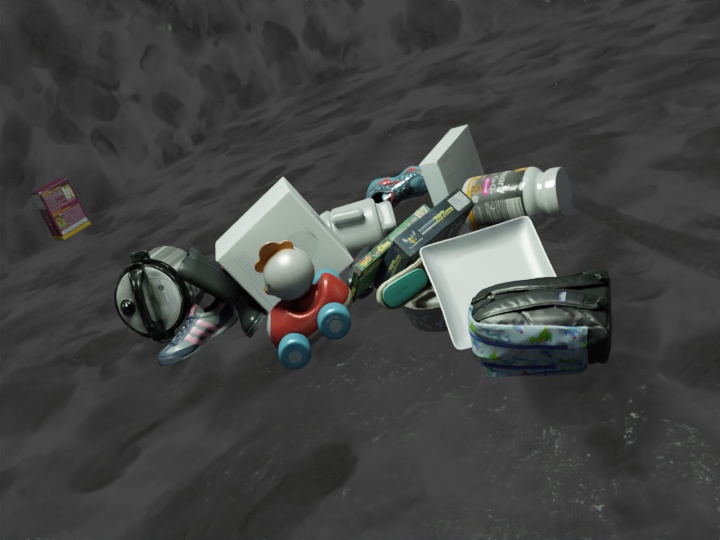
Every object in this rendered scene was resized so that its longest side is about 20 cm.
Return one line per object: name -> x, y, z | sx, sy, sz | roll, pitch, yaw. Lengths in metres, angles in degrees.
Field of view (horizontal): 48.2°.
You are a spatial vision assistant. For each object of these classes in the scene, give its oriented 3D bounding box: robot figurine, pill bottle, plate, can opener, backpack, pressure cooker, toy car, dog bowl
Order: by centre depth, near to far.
backpack -> 0.250, 0.078, 1.149 | 0.195, 0.157, 0.164 | 6, 34, 10
plate -> 0.215, 0.023, 1.298 | 0.195, 0.033, 0.203 | -16, 57, -4
dog bowl -> 0.159, 0.035, 1.413 | 0.196, 0.060, 0.201 | -21, 22, 9
toy car -> -0.130, 0.035, 1.469 | 0.175, 0.201, 0.185 | -36, 23, 9
pill bottle -> 0.306, -0.139, 1.580 | 0.196, 0.118, 0.117 | -7, 27, 34
can opener -> 0.000, 0.000, 1.637 | 0.077, 0.064, 0.201 | -14, 25, 21
robot figurine -> -0.017, -0.087, 1.761 | 0.195, 0.170, 0.115 | -16, 62, 3
pressure cooker -> -0.448, 0.052, 1.788 | 0.181, 0.174, 0.200 | -58, 1, 17

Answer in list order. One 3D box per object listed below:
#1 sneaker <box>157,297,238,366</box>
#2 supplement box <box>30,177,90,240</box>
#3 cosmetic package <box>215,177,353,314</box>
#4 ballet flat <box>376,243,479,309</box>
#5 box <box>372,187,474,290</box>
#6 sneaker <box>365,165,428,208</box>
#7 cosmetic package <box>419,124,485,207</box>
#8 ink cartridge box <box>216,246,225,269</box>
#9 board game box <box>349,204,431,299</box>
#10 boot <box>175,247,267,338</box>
sneaker -> -0.353, 0.119, 1.691 | 0.199, 0.083, 0.069 | -38, 27, -31
supplement box -> -1.149, -0.235, 3.087 | 0.102, 0.204, 0.130 | 4, 33, 47
cosmetic package -> -0.155, -0.037, 1.620 | 0.199, 0.200, 0.123 | -42, 21, 4
ballet flat -> 0.112, 0.002, 1.376 | 0.197, 0.069, 0.062 | -25, 7, -7
box -> 0.120, -0.049, 1.533 | 0.199, 0.051, 0.159 | -38, -17, -31
sneaker -> 0.093, -0.185, 1.965 | 0.197, 0.080, 0.096 | -16, 31, 39
cosmetic package -> 0.210, -0.211, 1.785 | 0.051, 0.153, 0.200 | -6, 27, 33
ink cartridge box -> -0.212, -0.023, 1.766 | 0.196, 0.048, 0.160 | 16, 14, -19
board game box -> 0.056, -0.036, 1.533 | 0.199, 0.023, 0.105 | -41, -16, -27
boot -> -0.284, 0.043, 1.640 | 0.066, 0.198, 0.165 | -52, 12, 11
